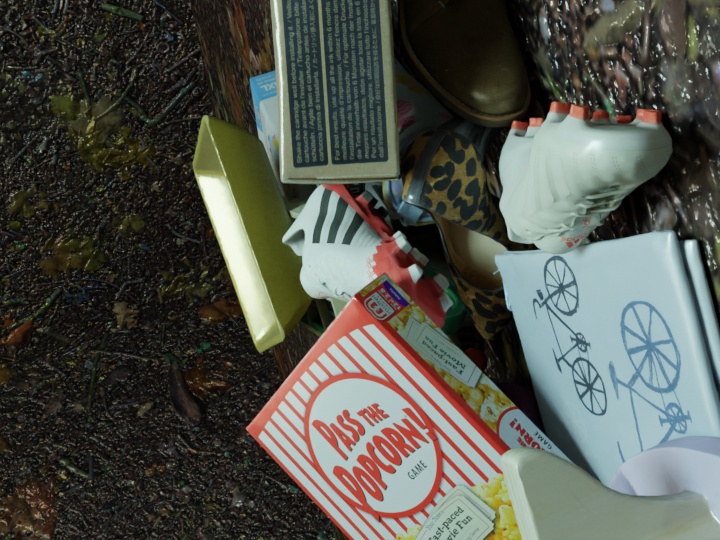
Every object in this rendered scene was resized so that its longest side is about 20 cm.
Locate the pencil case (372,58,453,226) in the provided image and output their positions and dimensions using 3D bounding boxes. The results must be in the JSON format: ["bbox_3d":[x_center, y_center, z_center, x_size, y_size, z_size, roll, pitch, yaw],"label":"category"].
[{"bbox_3d":[0.030,-0.116,0.903,0.091,0.082,0.200,-69,26,24],"label":"pencil case"}]

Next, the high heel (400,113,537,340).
[{"bbox_3d":[0.065,-0.012,0.725,0.071,0.143,0.202,12,124,27],"label":"high heel"}]

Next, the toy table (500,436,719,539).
[{"bbox_3d":[0.146,0.160,0.524,0.200,0.116,0.185,136,115,-69],"label":"toy table"}]

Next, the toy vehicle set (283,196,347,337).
[{"bbox_3d":[-0.043,-0.001,0.971,0.200,0.026,0.125,-160,52,-73],"label":"toy vehicle set"}]

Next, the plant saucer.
[{"bbox_3d":[-0.096,-0.031,0.979,0.200,0.048,0.202,148,103,-76],"label":"plant saucer"}]

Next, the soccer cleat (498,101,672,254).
[{"bbox_3d":[0.117,-0.046,0.578,0.200,0.069,0.078,-141,55,-85],"label":"soccer cleat"}]

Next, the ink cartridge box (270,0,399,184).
[{"bbox_3d":[-0.016,-0.140,0.701,0.200,0.074,0.166,-93,0,-85],"label":"ink cartridge box"}]

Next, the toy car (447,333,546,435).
[{"bbox_3d":[0.071,0.124,0.818,0.200,0.175,0.150,42,141,-12],"label":"toy car"}]

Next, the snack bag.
[{"bbox_3d":[0.154,0.073,0.632,0.200,0.021,0.190,-8,99,70],"label":"snack bag"}]

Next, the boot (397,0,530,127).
[{"bbox_3d":[0.062,-0.185,0.690,0.076,0.073,0.201,113,144,-58],"label":"boot"}]

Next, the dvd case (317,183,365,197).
[{"bbox_3d":[-0.034,-0.149,0.920,0.200,0.025,0.151,-118,24,-53],"label":"dvd case"}]

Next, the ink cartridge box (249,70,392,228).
[{"bbox_3d":[-0.023,-0.104,1.091,0.129,0.124,0.201,86,165,-50],"label":"ink cartridge box"}]

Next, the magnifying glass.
[{"bbox_3d":[0.030,-0.004,0.870,0.200,0.079,0.023,-119,37,-61],"label":"magnifying glass"}]

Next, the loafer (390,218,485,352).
[{"bbox_3d":[0.068,0.019,0.958,0.068,0.075,0.202,83,-178,-80],"label":"loafer"}]

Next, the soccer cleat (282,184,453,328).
[{"bbox_3d":[0.000,0.000,0.778,0.069,0.085,0.200,42,-172,-38],"label":"soccer cleat"}]

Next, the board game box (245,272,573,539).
[{"bbox_3d":[0.037,0.125,0.699,0.200,0.046,0.152,45,126,8],"label":"board game box"}]
